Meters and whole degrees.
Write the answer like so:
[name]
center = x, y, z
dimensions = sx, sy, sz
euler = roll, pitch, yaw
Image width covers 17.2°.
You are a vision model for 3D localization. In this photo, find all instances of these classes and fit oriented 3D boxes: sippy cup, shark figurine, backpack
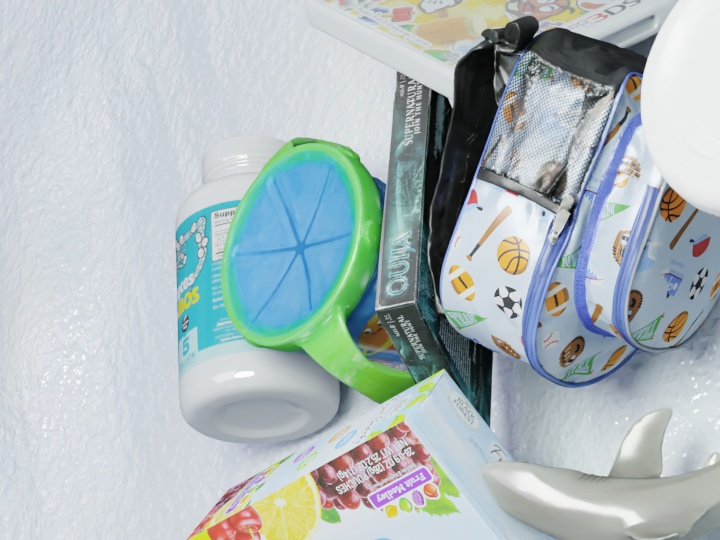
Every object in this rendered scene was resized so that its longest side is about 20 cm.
[sippy cup]
center = 0.000, 0.000, 1.547
dimensions = 0.139, 0.130, 0.179
euler = -2, 73, 47
[shark figurine]
center = 0.186, 0.117, 1.311
dimensions = 0.214, 0.089, 0.128
euler = -31, 92, 13
[backpack]
center = 0.137, -0.027, 1.377
dimensions = 0.154, 0.200, 0.191
euler = 36, 106, 36

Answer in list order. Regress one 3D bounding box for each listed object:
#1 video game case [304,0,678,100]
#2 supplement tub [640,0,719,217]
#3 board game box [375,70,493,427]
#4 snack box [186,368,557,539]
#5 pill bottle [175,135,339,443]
[video game case]
center = 0.091, -0.170, 1.503
dimensions = 0.200, 0.181, 0.023
euler = 33, 142, 50
[supplement tub]
center = 0.258, -0.073, 1.229
dimensions = 0.144, 0.199, 0.145
euler = -22, 59, 41
[board game box]
center = 0.049, -0.011, 1.456
dimensions = 0.028, 0.136, 0.201
euler = -12, 45, 18
[snack box]
center = 0.020, 0.176, 1.425
dimensions = 0.200, 0.169, 0.068
euler = -30, 11, 38
[pill bottle]
center = -0.073, 0.010, 1.641
dimensions = 0.111, 0.111, 0.201
euler = -28, 54, 39
